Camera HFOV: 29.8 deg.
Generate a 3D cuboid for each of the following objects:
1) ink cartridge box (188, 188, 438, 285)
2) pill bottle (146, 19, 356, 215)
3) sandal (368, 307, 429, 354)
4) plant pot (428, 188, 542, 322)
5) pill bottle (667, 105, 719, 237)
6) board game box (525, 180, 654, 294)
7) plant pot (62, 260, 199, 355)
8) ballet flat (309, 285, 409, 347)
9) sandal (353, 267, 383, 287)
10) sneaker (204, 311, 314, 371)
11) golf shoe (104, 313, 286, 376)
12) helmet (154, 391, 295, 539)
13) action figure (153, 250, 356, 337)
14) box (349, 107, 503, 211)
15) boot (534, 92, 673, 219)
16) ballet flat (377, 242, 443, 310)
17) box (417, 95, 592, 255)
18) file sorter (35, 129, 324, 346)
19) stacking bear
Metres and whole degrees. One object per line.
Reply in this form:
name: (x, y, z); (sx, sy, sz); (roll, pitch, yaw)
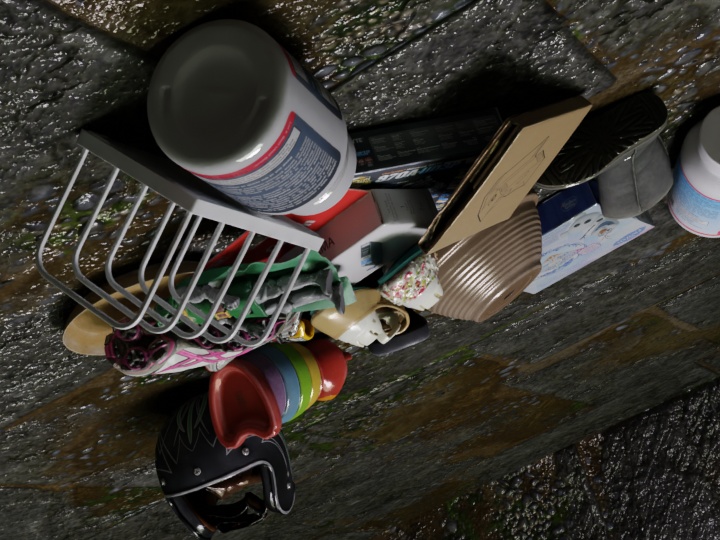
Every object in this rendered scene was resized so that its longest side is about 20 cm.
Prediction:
ink cartridge box: (-0.045, -0.019, 1.353); (0.175, 0.045, 0.199); (-2, 155, -47)
pill bottle: (-0.077, -0.111, 1.092); (0.119, 0.121, 0.200); (-25, 160, 13)
sandal: (0.034, 0.056, 1.666); (0.075, 0.043, 0.200); (-22, -164, -2)
plant pot: (0.145, -0.006, 1.571); (0.200, 0.093, 0.201); (-37, 165, -11)
pill bottle: (0.435, -0.121, 1.629); (0.108, 0.110, 0.200); (-20, 161, -1)
board game box: (0.257, -0.040, 1.759); (0.199, 0.044, 0.198); (-31, 157, 26)
plant pot: (-0.231, 0.038, 1.476); (0.198, 0.028, 0.200); (-19, 160, -7)
ballet flat: (0.009, 0.051, 1.486); (0.068, 0.063, 0.200); (-38, 170, 21)
sandal: (0.003, 0.024, 1.663); (0.199, 0.043, 0.076); (-27, 160, 16)
sneaker: (-0.099, 0.055, 1.524); (0.199, 0.083, 0.078); (-37, 168, 16)
golf shoe: (-0.176, 0.067, 1.476); (0.197, 0.074, 0.092); (-11, 167, 2)
helmet: (-0.191, 0.260, 1.865); (0.198, 0.201, 0.192); (-24, 121, 8)
action figure: (-0.116, 0.029, 1.342); (0.198, 0.055, 0.118); (-9, 147, 19)
box: (0.034, -0.092, 1.373); (0.198, 0.046, 0.159); (-13, 160, -23)
boot: (0.278, -0.112, 1.545); (0.180, 0.073, 0.200); (-22, 162, 2)
ballet flat: (0.059, 0.007, 1.408); (0.075, 0.064, 0.200); (-38, -175, 9)
box: (0.148, -0.098, 1.362); (0.164, 0.021, 0.200); (-55, 165, 28)
file sorter: (-0.156, -0.018, 1.162); (0.199, 0.138, 0.126); (15, 104, -60)
stacking bear: (-0.095, 0.147, 1.797); (0.121, 0.115, 0.199); (-21, 178, 43)
